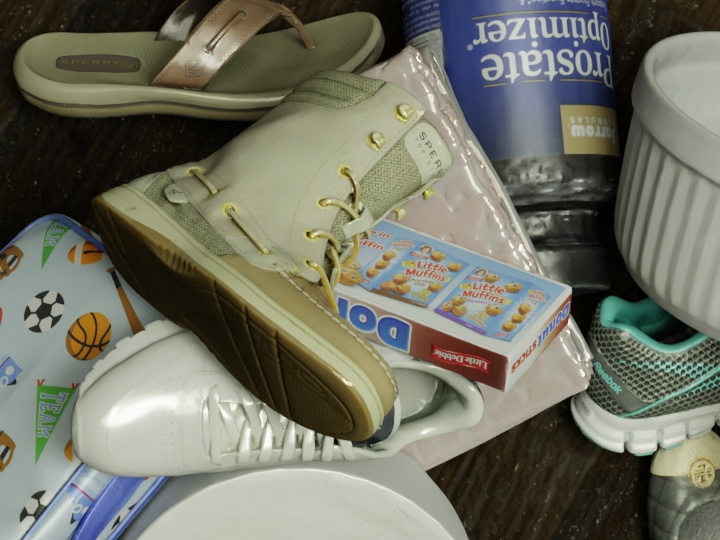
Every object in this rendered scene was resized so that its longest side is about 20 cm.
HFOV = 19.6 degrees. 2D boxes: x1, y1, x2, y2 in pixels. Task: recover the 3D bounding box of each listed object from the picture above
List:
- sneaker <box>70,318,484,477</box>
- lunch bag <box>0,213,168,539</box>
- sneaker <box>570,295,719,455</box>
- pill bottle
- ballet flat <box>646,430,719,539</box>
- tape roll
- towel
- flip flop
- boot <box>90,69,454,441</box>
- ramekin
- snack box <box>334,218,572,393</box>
[{"bbox_3d":[-0.039,0.062,0.996,0.200,0.080,0.077,-11,114,-26],"label":"sneaker"},{"bbox_3d":[-0.164,0.080,1.059,0.160,0.076,0.200,33,82,36],"label":"lunch bag"},{"bbox_3d":[0.210,0.034,1.126,0.200,0.078,0.091,-17,130,-10],"label":"sneaker"},{"bbox_3d":[0.083,-0.085,1.120,0.112,0.112,0.200,-5,85,-7],"label":"pill bottle"},{"bbox_3d":[0.202,0.180,1.137,0.066,0.057,0.200,-11,86,-8],"label":"ballet flat"},{"bbox_3d":[-0.035,0.182,1.068,0.202,0.071,0.203,-1,107,-5],"label":"tape roll"},{"bbox_3d":[0.004,0.008,1.093,0.191,0.032,0.200,-28,88,30],"label":"towel"},{"bbox_3d":[-0.086,-0.122,1.117,0.200,0.081,0.058,-1,123,-2],"label":"flip flop"},{"bbox_3d":[-0.012,-0.016,0.970,0.155,0.072,0.200,-33,45,-23],"label":"boot"},{"bbox_3d":[0.224,-0.033,1.061,0.200,0.200,0.105,12,117,-6],"label":"ramekin"},{"bbox_3d":[0.000,0.000,1.032,0.200,0.072,0.024,21,127,22],"label":"snack box"}]
